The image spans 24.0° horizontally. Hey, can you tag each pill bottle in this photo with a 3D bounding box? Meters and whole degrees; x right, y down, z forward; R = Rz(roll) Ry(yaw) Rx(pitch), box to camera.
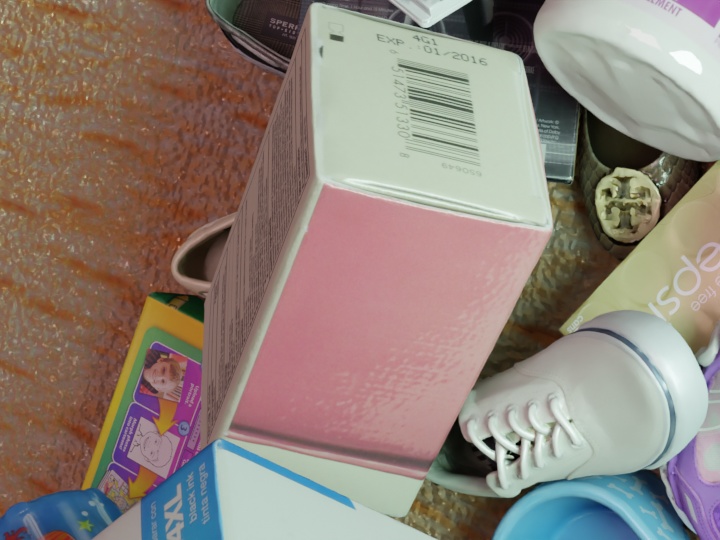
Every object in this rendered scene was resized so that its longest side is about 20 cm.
[{"bbox_3d":[0.172,-0.160,0.770,0.112,0.112,0.201,27,79,29],"label":"pill bottle"}]

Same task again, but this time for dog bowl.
[{"bbox_3d":[0.136,0.181,0.812,0.112,0.049,0.200,-48,64,18],"label":"dog bowl"}]

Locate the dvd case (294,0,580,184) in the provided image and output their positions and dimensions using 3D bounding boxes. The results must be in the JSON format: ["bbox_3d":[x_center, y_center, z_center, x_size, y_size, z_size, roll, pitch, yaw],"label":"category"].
[{"bbox_3d":[0.044,-0.150,0.866,0.147,0.016,0.203,6,79,4],"label":"dvd case"}]

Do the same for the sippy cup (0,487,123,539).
[{"bbox_3d":[-0.142,0.189,0.865,0.176,0.140,0.131,-24,56,-20],"label":"sippy cup"}]

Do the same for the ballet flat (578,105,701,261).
[{"bbox_3d":[0.138,-0.105,0.841,0.067,0.046,0.203,4,87,30],"label":"ballet flat"}]

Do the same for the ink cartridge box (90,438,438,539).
[{"bbox_3d":[-0.069,0.175,0.696,0.199,0.145,0.085,-38,43,26],"label":"ink cartridge box"}]

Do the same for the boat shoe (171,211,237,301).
[{"bbox_3d":[-0.008,-0.021,0.908,0.198,0.062,0.072,-15,76,27],"label":"boat shoe"}]

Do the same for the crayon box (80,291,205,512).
[{"bbox_3d":[-0.091,0.127,0.943,0.118,0.058,0.202,24,97,29],"label":"crayon box"}]

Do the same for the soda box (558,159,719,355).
[{"bbox_3d":[0.189,-0.016,0.793,0.200,0.064,0.068,-48,65,17],"label":"soda box"}]

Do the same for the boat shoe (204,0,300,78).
[{"bbox_3d":[0.001,-0.116,0.905,0.198,0.071,0.073,14,91,27],"label":"boat shoe"}]

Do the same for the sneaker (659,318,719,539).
[{"bbox_3d":[0.189,0.056,0.734,0.089,0.079,0.202,-114,28,-52],"label":"sneaker"}]

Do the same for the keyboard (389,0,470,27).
[{"bbox_3d":[0.094,-0.180,0.824,0.199,0.011,0.056,-33,44,-16],"label":"keyboard"}]

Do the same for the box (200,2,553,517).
[{"bbox_3d":[0.000,0.000,0.796,0.129,0.108,0.201,-94,20,-46],"label":"box"}]

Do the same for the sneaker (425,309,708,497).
[{"bbox_3d":[0.087,0.074,0.781,0.074,0.070,0.200,60,155,4],"label":"sneaker"}]
